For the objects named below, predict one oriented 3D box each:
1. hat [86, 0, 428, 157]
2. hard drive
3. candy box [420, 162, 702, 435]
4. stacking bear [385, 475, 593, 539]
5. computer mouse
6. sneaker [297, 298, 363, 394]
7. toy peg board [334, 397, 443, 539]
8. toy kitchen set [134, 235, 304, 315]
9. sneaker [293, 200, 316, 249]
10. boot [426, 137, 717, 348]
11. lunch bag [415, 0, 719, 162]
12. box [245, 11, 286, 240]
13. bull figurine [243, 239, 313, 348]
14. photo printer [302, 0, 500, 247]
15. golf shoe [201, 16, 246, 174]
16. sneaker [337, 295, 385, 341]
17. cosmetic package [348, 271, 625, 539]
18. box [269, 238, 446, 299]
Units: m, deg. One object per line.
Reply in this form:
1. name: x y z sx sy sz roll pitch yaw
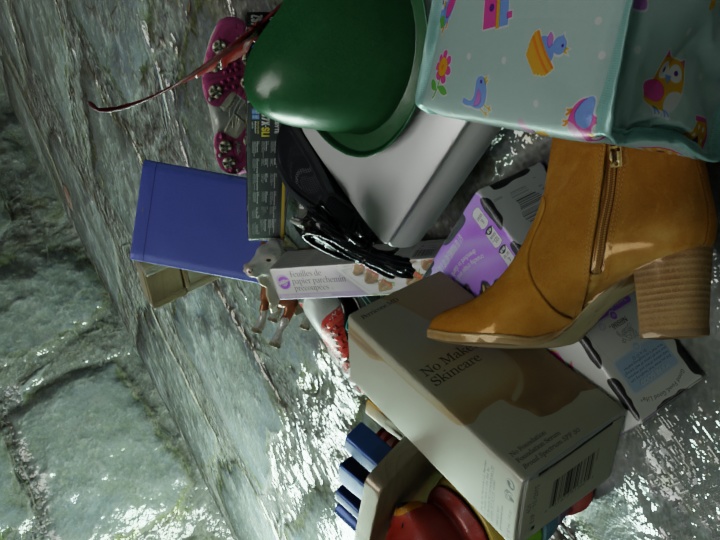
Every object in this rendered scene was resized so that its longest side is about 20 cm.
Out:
1. hat: -0.072 -0.150 0.561 0.167 0.174 0.201 55 139 22
2. hard drive: -0.200 -0.064 1.024 0.025 0.196 0.135 -54 -26 -85
3. candy box: 0.145 0.048 0.622 0.202 0.071 0.168 57 153 17
4. stacking bear: 0.106 0.220 0.699 0.115 0.198 0.121 64 154 0
5. computer mouse: -0.035 -0.069 0.709 0.053 0.137 0.202 -42 47 21
6. sneaker: -0.011 0.079 0.926 0.108 0.067 0.202 50 168 27
7. toy peg board: 0.037 0.167 0.759 0.097 0.198 0.202 35 143 24
8. toy kitchen set: -0.193 -0.021 1.066 0.180 0.198 0.165 43 148 38
9. sneaker: -0.027 -0.065 0.831 0.090 0.067 0.200 33 157 -8
10. boot: 0.130 -0.024 0.510 0.198 0.070 0.147 -9 79 36
11. lunch bag: 0.124 -0.174 0.412 0.170 0.120 0.204 30 115 56
12. box: -0.108 -0.161 0.875 0.202 0.048 0.162 99 166 -48
13. bull figurine: -0.089 0.020 0.939 0.064 0.200 0.124 22 101 15
14. photo printer: 0.038 -0.143 0.629 0.168 0.069 0.201 55 139 19
15. golf shoe: -0.170 -0.230 0.992 0.092 0.074 0.203 -118 27 -52
16. sneaker: 0.024 0.080 0.873 0.075 0.079 0.203 -19 97 58
17. cosmetic package: 0.085 0.092 0.577 0.199 0.104 0.072 38 142 41
18. box: 0.000 0.000 0.786 0.196 0.042 0.039 -4 118 29
